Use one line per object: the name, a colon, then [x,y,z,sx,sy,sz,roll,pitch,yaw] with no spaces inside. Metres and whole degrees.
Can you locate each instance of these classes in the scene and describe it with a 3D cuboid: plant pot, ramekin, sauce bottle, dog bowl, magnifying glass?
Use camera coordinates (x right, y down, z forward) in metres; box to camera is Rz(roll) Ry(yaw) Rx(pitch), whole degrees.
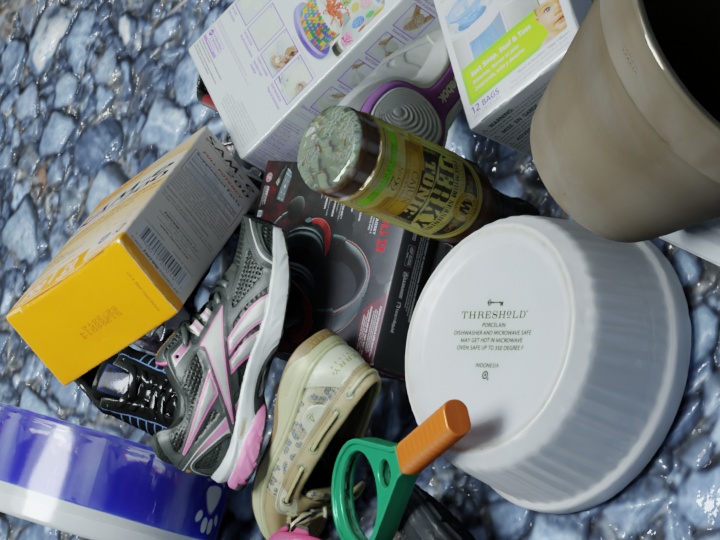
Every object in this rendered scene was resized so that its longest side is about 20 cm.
plant pot: [0.200,-0.107,1.357,0.173,0.199,0.201,-42,47,47]
ramekin: [0.116,0.056,1.448,0.202,0.094,0.204,-21,61,43]
sauce bottle: [0.047,-0.057,1.488,0.064,0.199,0.065,-18,64,42]
dog bowl: [-0.203,0.167,1.683,0.199,0.199,0.079,9,81,49]
magnifying glass: [0.025,0.134,1.458,0.200,0.022,0.080,130,133,-58]

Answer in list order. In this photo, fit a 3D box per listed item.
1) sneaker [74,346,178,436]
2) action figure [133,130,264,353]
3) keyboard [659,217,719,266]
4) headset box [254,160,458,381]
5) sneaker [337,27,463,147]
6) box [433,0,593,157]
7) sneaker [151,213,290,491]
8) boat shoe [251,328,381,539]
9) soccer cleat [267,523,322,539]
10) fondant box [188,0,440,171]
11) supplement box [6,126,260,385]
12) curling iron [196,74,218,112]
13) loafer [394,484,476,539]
sneaker: [-0.166,0.106,1.759,0.199,0.078,0.071,15,87,50]
action figure: [-0.135,-0.026,1.786,0.130,0.069,0.201,16,85,55]
keyboard: [0.231,-0.037,1.422,0.200,0.011,0.057,30,93,49]
headset box: [0.000,0.000,1.615,0.199,0.075,0.150,7,81,49]
sneaker: [0.030,-0.116,1.579,0.099,0.200,0.075,-19,106,51]
box: [0.125,-0.191,1.528,0.112,0.101,0.201,-37,50,33]
sneaker: [-0.103,0.054,1.565,0.080,0.086,0.201,140,140,-77]
boat shoe: [-0.030,0.136,1.563,0.063,0.073,0.201,33,136,25]
soccer cleat: [-0.067,0.240,1.575,0.200,0.070,0.087,-27,33,62]
fondant box: [-0.034,-0.190,1.723,0.200,0.058,0.145,-44,47,19]
supplement box: [-0.170,-0.014,1.641,0.126,0.074,0.200,-32,14,28]
curling iron: [-0.079,-0.135,1.795,0.200,0.025,0.050,34,104,49]
loafer: [0.061,0.220,1.462,0.070,0.068,0.201,-43,49,6]
